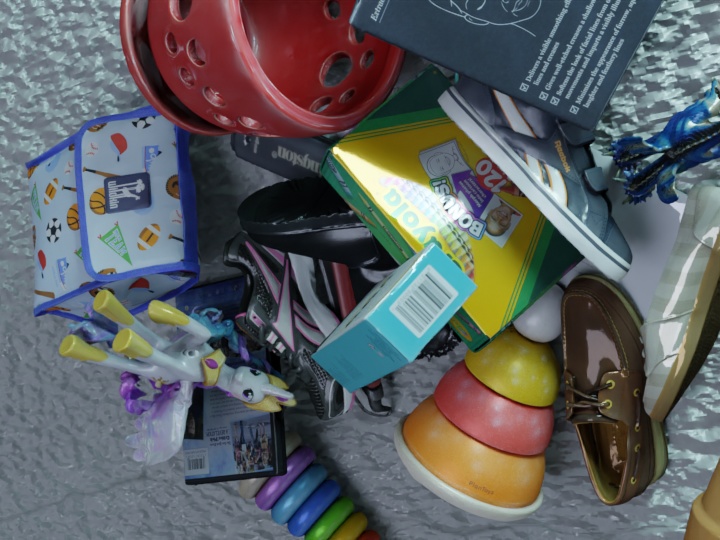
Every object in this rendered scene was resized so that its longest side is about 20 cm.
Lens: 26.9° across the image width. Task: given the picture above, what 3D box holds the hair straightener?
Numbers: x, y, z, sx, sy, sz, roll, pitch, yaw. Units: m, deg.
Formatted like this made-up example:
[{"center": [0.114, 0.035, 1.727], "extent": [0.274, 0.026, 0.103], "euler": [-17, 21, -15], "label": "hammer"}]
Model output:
[{"center": [-0.007, 0.050, 1.432], "extent": [0.077, 0.041, 0.202], "euler": [25, 135, 60], "label": "hair straightener"}]

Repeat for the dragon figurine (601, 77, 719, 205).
[{"center": [0.229, -0.087, 1.091], "extent": [0.099, 0.200, 0.059], "euler": [-34, 92, 6], "label": "dragon figurine"}]

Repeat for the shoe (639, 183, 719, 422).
[{"center": [0.255, 0.025, 1.176], "extent": [0.053, 0.070, 0.202], "euler": [27, 118, 24], "label": "shoe"}]

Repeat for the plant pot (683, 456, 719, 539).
[{"center": [0.345, 0.162, 1.101], "extent": [0.198, 0.199, 0.142], "euler": [14, 103, 33], "label": "plant pot"}]

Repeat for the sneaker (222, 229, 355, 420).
[{"center": [-0.074, 0.049, 1.414], "extent": [0.202, 0.086, 0.080], "euler": [68, 161, 4], "label": "sneaker"}]

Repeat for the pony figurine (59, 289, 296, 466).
[{"center": [-0.179, 0.091, 1.425], "extent": [0.199, 0.168, 0.192], "euler": [30, 157, -35], "label": "pony figurine"}]

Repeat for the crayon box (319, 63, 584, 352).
[{"center": [0.075, -0.050, 1.217], "extent": [0.200, 0.119, 0.058], "euler": [49, 164, 4], "label": "crayon box"}]

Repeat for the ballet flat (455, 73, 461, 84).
[{"center": [0.104, -0.229, 1.182], "extent": [0.074, 0.068, 0.202], "euler": [0, 119, 16], "label": "ballet flat"}]

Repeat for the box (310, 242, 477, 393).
[{"center": [0.022, 0.042, 1.191], "extent": [0.049, 0.082, 0.200], "euler": [43, 163, -2], "label": "box"}]

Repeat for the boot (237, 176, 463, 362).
[{"center": [0.000, -0.001, 1.332], "extent": [0.196, 0.074, 0.164], "euler": [-3, 125, 24], "label": "boot"}]

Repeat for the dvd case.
[{"center": [-0.132, 0.110, 1.512], "extent": [0.142, 0.017, 0.203], "euler": [-12, 78, 42], "label": "dvd case"}]

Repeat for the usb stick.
[{"center": [-0.037, -0.097, 1.376], "extent": [0.199, 0.033, 0.056], "euler": [25, 126, 28], "label": "usb stick"}]

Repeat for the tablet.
[{"center": [0.177, -0.043, 1.241], "extent": [0.199, 0.014, 0.131], "euler": [29, 127, 24], "label": "tablet"}]

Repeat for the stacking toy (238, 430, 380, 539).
[{"center": [-0.027, 0.258, 1.522], "extent": [0.200, 0.085, 0.086], "euler": [42, 132, 8], "label": "stacking toy"}]

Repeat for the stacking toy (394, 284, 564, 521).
[{"center": [0.129, 0.101, 1.300], "extent": [0.145, 0.146, 0.202], "euler": [34, 111, 21], "label": "stacking toy"}]

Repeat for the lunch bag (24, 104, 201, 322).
[{"center": [-0.235, -0.053, 1.467], "extent": [0.199, 0.123, 0.172], "euler": [-19, 71, 40], "label": "lunch bag"}]

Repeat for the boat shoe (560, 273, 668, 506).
[{"center": [0.205, 0.103, 1.248], "extent": [0.071, 0.067, 0.202], "euler": [1, 115, 40], "label": "boat shoe"}]

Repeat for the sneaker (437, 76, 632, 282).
[{"center": [0.153, -0.085, 1.158], "extent": [0.079, 0.078, 0.200], "euler": [-43, 87, 8], "label": "sneaker"}]

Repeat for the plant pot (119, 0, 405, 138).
[{"center": [-0.086, -0.205, 1.254], "extent": [0.181, 0.200, 0.203], "euler": [-6, 108, 48], "label": "plant pot"}]

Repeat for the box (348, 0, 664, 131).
[{"center": [0.113, -0.220, 1.083], "extent": [0.198, 0.108, 0.149], "euler": [23, 125, -5], "label": "box"}]
